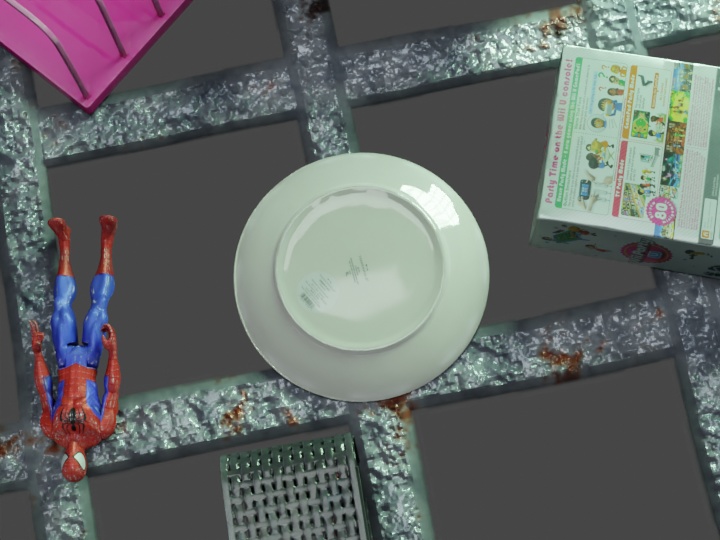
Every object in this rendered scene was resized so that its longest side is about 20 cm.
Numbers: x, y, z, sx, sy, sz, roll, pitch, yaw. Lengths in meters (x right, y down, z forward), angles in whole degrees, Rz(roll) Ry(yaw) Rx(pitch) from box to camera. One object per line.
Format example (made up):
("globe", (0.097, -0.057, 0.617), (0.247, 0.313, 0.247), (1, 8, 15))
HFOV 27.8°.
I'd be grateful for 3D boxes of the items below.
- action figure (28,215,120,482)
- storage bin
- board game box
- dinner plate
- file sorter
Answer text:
("action figure", (-0.213, 0.058, 1.094), (0.065, 0.052, 0.202), (-2, 74, -2))
("storage bin", (-0.031, 0.224, 0.984), (0.093, 0.135, 0.202), (-10, 72, -1))
("board game box", (0.239, -0.080, 1.110), (0.198, 0.064, 0.149), (10, 72, 4))
("dinner plate", (0.000, 0.000, 1.115), (0.198, 0.024, 0.202), (-1, 72, 3))
("file sorter", (-0.213, -0.261, 1.154), (0.139, 0.126, 0.200), (37, 77, 13))
